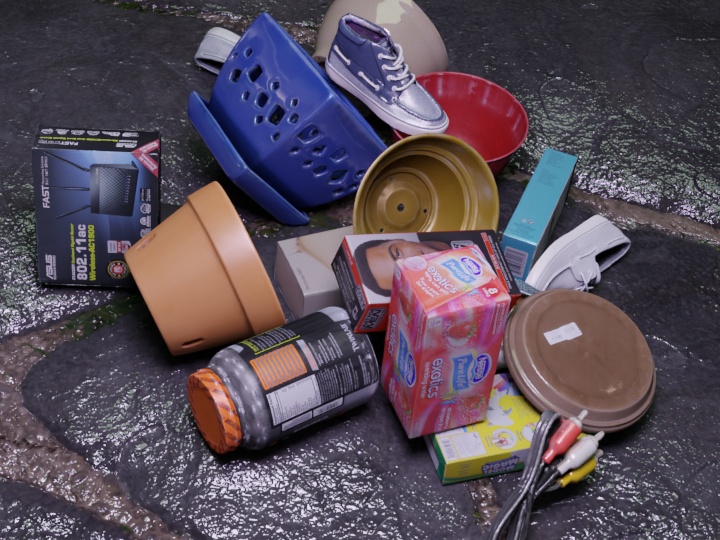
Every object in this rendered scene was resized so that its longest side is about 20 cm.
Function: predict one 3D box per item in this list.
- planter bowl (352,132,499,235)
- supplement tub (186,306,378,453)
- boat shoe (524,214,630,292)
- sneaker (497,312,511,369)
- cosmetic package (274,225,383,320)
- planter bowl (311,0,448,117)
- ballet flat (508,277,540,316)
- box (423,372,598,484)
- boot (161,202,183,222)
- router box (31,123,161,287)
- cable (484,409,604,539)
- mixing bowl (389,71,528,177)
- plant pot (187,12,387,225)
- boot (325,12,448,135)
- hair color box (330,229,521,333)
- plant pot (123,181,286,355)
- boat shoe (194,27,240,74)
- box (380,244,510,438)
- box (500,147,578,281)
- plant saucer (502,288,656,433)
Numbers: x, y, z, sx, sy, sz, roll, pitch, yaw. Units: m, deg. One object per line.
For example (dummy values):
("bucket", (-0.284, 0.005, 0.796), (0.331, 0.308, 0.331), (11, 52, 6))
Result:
("planter bowl", (0.066, -0.073, 1.593), (0.200, 0.201, 0.083), (-15, 16, -22))
("supplement tub", (-0.090, 0.128, 1.477), (0.200, 0.123, 0.123), (-21, 52, -26))
("boat shoe", (0.289, -0.004, 1.707), (0.068, 0.072, 0.200), (35, 42, 25))
("sneaker", (0.132, 0.093, 1.577), (0.200, 0.081, 0.076), (11, 29, -1))
("cosmetic package", (0.000, 0.000, 1.652), (0.200, 0.073, 0.104), (-13, 50, -21))
("planter bowl", (0.010, -0.310, 1.889), (0.200, 0.200, 0.135), (35, 69, 24))
("ballet flat", (0.210, 0.056, 1.621), (0.200, 0.074, 0.074), (18, 46, 11))
("box", (0.174, 0.178, 1.520), (0.200, 0.048, 0.117), (-9, 47, -13))
("boot", (-0.295, -0.093, 1.653), (0.200, 0.138, 0.078), (-4, 44, -14))
("router box", (-0.323, -0.077, 1.586), (0.150, 0.200, 0.062), (2, 33, -6))
("cable", (0.200, 0.234, 1.420), (0.050, 0.097, 0.200), (6, 44, 44))
("mixing bowl", (0.131, -0.178, 1.819), (0.200, 0.108, 0.200), (4, 45, -4))
("plant pot", (-0.102, -0.188, 1.720), (0.180, 0.200, 0.200), (-40, 55, 6))
("boot", (0.040, -0.263, 1.741), (0.200, 0.090, 0.073), (33, 50, 12))
("hair color box", (0.077, 0.011, 1.508), (0.200, 0.061, 0.102), (-4, 55, -25))
("plant pot", (-0.192, 0.013, 1.544), (0.140, 0.200, 0.200), (-27, 53, -8))
("boat shoe", (-0.158, -0.292, 1.929), (0.201, 0.070, 0.072), (28, 72, 12))
("box", (0.092, 0.081, 1.434), (0.102, 0.200, 0.095), (-11, 45, -18))
("box", (0.240, -0.075, 1.752), (0.049, 0.082, 0.200), (20, 46, 12))
("plant saucer", (0.267, 0.101, 1.540), (0.200, 0.029, 0.200), (10, 53, -13))
